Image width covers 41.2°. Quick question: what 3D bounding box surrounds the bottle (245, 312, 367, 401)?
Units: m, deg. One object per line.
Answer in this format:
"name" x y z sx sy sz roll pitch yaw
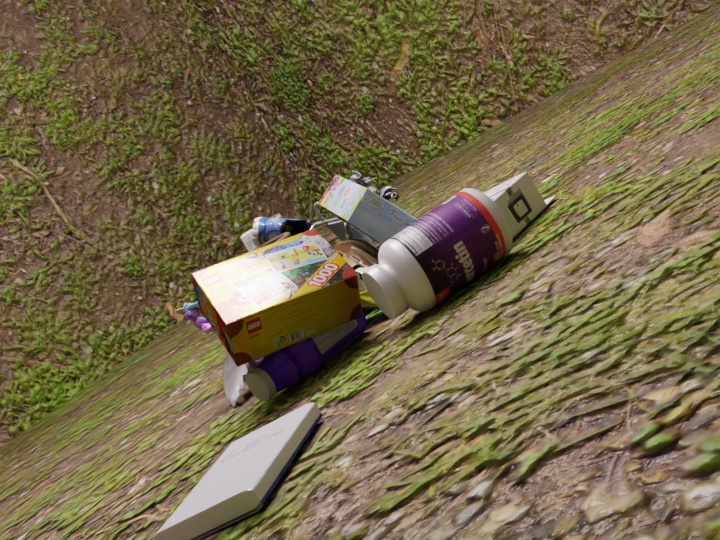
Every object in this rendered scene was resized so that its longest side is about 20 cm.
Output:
"bottle" -0.079 0.113 1.379 0.200 0.065 0.083 -37 17 -36

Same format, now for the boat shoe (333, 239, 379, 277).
"boat shoe" 0.000 0.000 1.565 0.074 0.076 0.200 -29 25 -30

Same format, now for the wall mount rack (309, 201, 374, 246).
"wall mount rack" -0.012 -0.037 1.729 0.173 0.200 0.075 -7 45 56

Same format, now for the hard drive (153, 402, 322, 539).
"hard drive" -0.126 0.218 1.030 0.132 0.025 0.200 -30 7 22

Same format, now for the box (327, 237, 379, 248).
"box" -0.023 -0.029 1.901 0.199 0.060 0.117 -25 -14 -26

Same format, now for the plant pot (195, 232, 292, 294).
"plant pot" -0.166 0.055 1.704 0.200 0.175 0.200 -31 6 4

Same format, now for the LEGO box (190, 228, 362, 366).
"LEGO box" -0.119 0.034 1.365 0.199 0.077 0.149 -21 37 -19

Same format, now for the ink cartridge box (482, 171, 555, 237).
"ink cartridge box" 0.208 -0.084 1.493 0.116 0.067 0.200 -26 10 45

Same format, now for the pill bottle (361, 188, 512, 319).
"pill bottle" 0.104 -0.019 1.317 0.200 0.113 0.112 -34 8 -14

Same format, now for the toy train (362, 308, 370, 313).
"toy train" 0.000 0.055 1.569 0.046 0.034 0.200 -23 12 35

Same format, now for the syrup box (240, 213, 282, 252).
"syrup box" -0.168 -0.014 2.078 0.079 0.200 0.081 -28 8 22

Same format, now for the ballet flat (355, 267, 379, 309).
"ballet flat" -0.007 0.030 1.475 0.199 0.067 0.067 -9 21 40

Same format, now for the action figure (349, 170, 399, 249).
"action figure" 0.037 -0.106 1.826 0.069 0.200 0.130 -23 12 47

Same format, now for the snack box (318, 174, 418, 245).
"snack box" 0.035 -0.081 1.585 0.068 0.168 0.200 -58 21 3

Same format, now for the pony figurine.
"pony figurine" -0.178 0.095 1.520 0.199 0.167 0.193 -5 32 -24

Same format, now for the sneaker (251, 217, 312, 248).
"sneaker" -0.122 -0.055 1.846 0.089 0.079 0.200 -2 -10 29
